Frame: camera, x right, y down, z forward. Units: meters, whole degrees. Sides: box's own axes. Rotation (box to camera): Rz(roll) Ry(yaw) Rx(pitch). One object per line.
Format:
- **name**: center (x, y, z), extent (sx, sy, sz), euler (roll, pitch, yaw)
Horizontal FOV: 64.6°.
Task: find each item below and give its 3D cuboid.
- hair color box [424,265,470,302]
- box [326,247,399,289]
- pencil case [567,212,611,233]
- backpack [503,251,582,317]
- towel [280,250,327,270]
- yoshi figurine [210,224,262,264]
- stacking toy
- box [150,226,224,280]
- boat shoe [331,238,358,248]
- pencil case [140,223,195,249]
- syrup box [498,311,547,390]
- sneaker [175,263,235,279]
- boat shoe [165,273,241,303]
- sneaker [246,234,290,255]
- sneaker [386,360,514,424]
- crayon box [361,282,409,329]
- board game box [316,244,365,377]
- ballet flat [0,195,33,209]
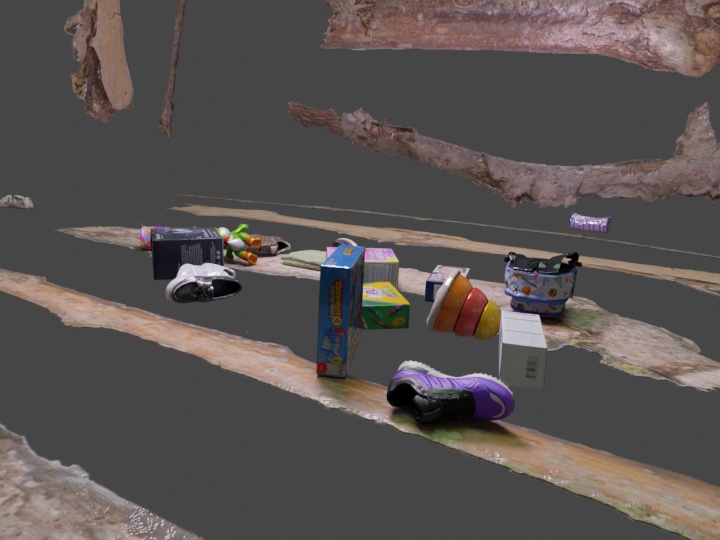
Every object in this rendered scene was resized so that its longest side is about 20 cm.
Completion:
- **hair color box**: center (0.240, 0.037, 1.558), extent (0.098, 0.062, 0.200), euler (7, 13, 15)
- **box**: center (0.000, 0.000, 1.589), extent (0.195, 0.099, 0.176), euler (2, 13, -3)
- **pencil case**: center (1.151, -0.239, 2.858), extent (0.197, 0.088, 0.083), euler (13, 15, 34)
- **backpack**: center (0.442, 0.032, 1.420), extent (0.196, 0.158, 0.190), euler (2, 3, 25)
- **towel**: center (-0.148, -0.037, 1.853), extent (0.197, 0.037, 0.148), euler (10, 16, 30)
- **yoshi figurine**: center (-0.407, -0.091, 1.851), extent (0.197, 0.113, 0.113), euler (20, 49, 25)
- **stacking toy**: center (0.253, 0.102, 1.221), extent (0.197, 0.149, 0.146), euler (27, 20, 15)
- **box**: center (-0.515, -0.055, 1.683), extent (0.196, 0.120, 0.196), euler (-4, 15, -22)
- **boat shoe**: center (-0.033, -0.039, 1.758), extent (0.064, 0.073, 0.199), euler (-13, 39, -37)
- **pencil case**: center (-0.670, -0.115, 1.984), extent (0.195, 0.090, 0.088), euler (1, 13, -12)
- **syrup box**: center (0.302, 0.144, 1.071), extent (0.080, 0.081, 0.200), euler (5, 13, 13)
- **sneaker**: center (-0.402, 0.018, 1.479), extent (0.097, 0.077, 0.200), euler (6, 14, 19)
- **boat shoe**: center (-0.377, 0.048, 1.396), extent (0.065, 0.072, 0.198), euler (11, 8, 38)
- **sneaker**: center (-0.323, -0.086, 1.951), extent (0.074, 0.072, 0.198), euler (13, 17, 34)
- **sneaker**: center (0.126, 0.199, 0.853), extent (0.196, 0.071, 0.099), euler (5, 20, 30)
- **crayon box**: center (0.035, 0.080, 1.339), extent (0.116, 0.060, 0.200), euler (0, 13, -12)
- **board game box**: center (-0.034, 0.068, 1.069), extent (0.055, 0.200, 0.200), euler (4, 14, 7)
- **ballet flat**: center (-1.679, -0.333, 2.756), extent (0.195, 0.065, 0.076), euler (3, 14, 4)
